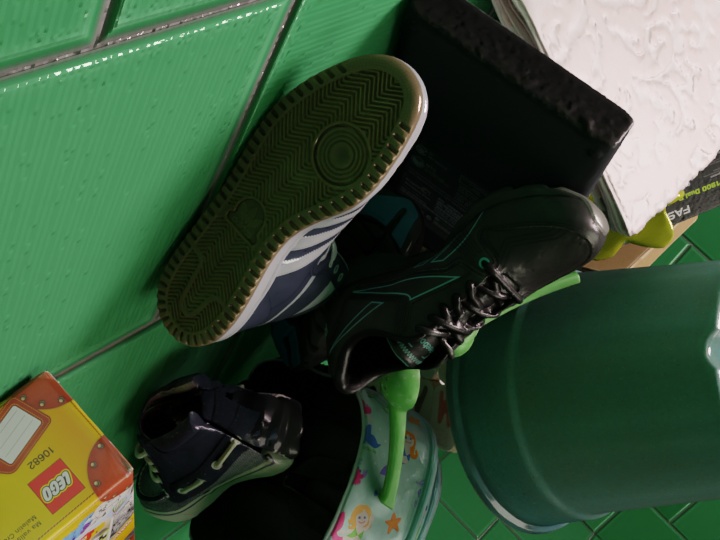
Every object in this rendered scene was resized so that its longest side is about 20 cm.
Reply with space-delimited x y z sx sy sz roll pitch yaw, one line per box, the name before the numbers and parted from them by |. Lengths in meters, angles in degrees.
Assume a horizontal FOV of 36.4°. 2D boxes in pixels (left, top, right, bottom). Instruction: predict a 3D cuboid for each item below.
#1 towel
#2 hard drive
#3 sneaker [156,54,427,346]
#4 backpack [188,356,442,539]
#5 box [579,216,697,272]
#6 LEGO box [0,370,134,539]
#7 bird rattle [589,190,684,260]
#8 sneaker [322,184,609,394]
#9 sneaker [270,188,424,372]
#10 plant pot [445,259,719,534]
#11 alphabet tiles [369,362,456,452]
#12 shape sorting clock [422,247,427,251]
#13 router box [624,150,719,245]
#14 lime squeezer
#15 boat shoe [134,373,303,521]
towel | 0.190 -0.151 0.746 0.199 0.192 0.032 -37 -163 -32
hard drive | 0.073 -0.067 0.681 0.033 0.139 0.201 -48 169 -26
sneaker | -0.024 -0.039 0.621 0.200 0.070 0.108 -46 164 22
backpack | -0.026 0.167 0.830 0.199 0.150 0.179 -1 -116 63
box | 0.193 -0.040 0.983 0.199 0.162 0.022 -32 130 -49
LEGO box | -0.223 0.168 0.595 0.200 0.077 0.149 -40 165 -26
bird rattle | 0.145 -0.105 0.793 0.164 0.199 0.112 -59 -157 -10
sneaker | 0.059 0.018 0.652 0.199 0.075 0.080 -26 -142 33
sneaker | 0.000 0.000 0.787 0.081 0.074 0.200 -17 161 -34
plant pot | 0.195 0.081 0.762 0.195 0.202 0.200 -12 -165 45
alphabet tiles | 0.034 0.084 0.923 0.014 0.199 0.198 9 91 -30
shape sorting clock | 0.108 -0.050 1.061 0.200 0.039 0.200 -43 167 -13
router box | 0.251 -0.099 0.937 0.198 0.063 0.150 -22 -153 2
lime squeezer | 0.058 0.063 0.708 0.201 0.070 0.038 -51 -170 5
boat shoe | -0.133 0.125 0.797 0.092 0.075 0.199 25 140 -31
